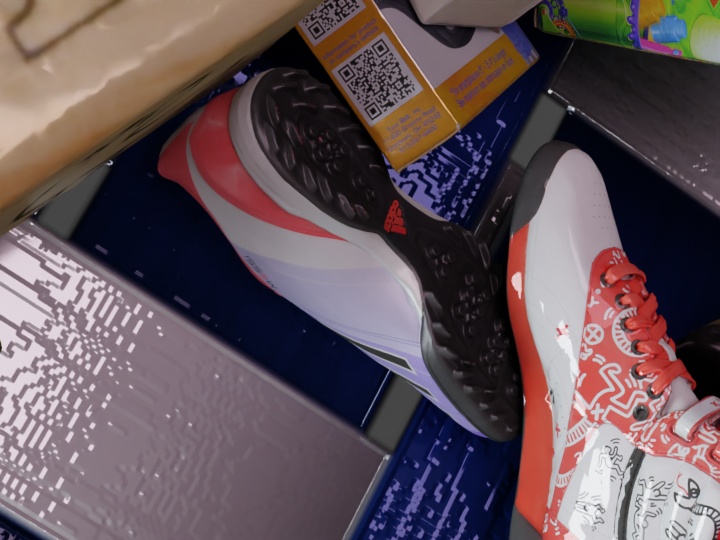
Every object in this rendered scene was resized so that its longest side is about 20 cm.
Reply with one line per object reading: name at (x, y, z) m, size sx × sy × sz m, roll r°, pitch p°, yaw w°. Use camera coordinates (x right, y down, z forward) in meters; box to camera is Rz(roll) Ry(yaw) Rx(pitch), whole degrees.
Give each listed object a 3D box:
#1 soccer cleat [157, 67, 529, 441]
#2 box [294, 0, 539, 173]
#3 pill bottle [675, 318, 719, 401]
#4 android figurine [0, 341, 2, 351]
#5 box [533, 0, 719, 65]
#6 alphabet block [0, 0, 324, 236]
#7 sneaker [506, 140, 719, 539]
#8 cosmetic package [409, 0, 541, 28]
soccer cleat at (0.000, 0.000, 0.856) m, size 0.200 × 0.073 × 0.068 m, roll 47°, pitch 46°, yaw -26°
box at (-0.009, -0.147, 0.855) m, size 0.201 × 0.041 × 0.119 m, roll 56°, pitch 28°, yaw -5°
pill bottle at (0.239, 0.046, 0.912) m, size 0.199 × 0.112 × 0.113 m, roll -22°, pitch 88°, yaw -24°
android figurine at (-0.222, 0.060, 0.687) m, size 0.199 × 0.182 × 0.041 m, roll -31°, pitch 64°, yaw 16°
box at (0.187, -0.189, 0.843) m, size 0.122 × 0.192 × 0.202 m, roll -14°, pitch 113°, yaw -44°
alphabet block at (-0.145, -0.124, 0.746) m, size 0.200 × 0.195 × 0.197 m, roll -37°, pitch 96°, yaw -23°
sneaker at (0.120, 0.047, 0.849) m, size 0.067 × 0.107 × 0.203 m, roll 3°, pitch 88°, yaw -57°
cosmetic package at (0.033, -0.210, 0.839) m, size 0.073 × 0.103 × 0.201 m, roll -6°, pitch 67°, yaw -57°
